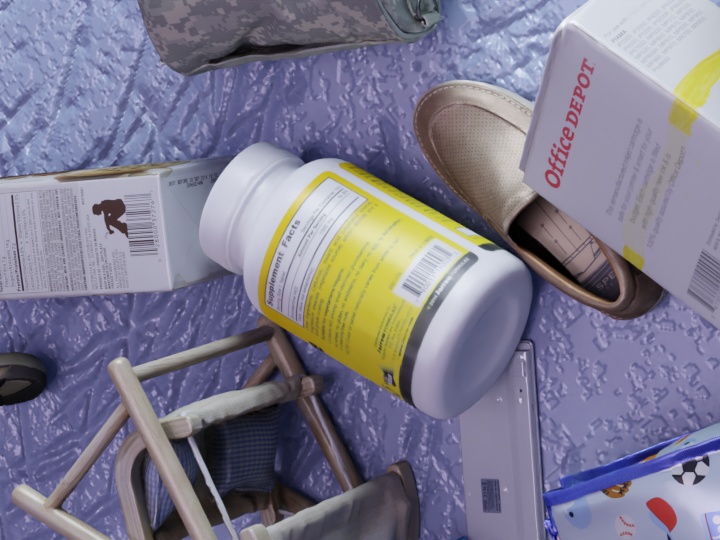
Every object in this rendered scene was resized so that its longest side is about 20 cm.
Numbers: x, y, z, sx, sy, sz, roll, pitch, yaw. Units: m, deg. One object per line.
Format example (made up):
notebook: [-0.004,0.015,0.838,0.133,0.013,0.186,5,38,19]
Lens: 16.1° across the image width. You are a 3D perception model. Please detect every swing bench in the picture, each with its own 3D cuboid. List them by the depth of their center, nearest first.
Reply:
swing bench: [-0.074,0.152,1.613,0.200,0.199,0.130,46,116,14]

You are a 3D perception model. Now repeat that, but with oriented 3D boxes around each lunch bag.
lunch bag: [0.222,0.175,1.499,0.199,0.124,0.171,-23,86,20]
lunch bag: [-0.050,-0.213,1.575,0.199,0.139,0.169,-4,95,30]

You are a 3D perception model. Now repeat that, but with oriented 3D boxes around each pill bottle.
pill bottle: [0.000,0.000,1.596,0.199,0.112,0.113,31,111,25]

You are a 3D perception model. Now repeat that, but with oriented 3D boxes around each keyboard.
keyboard: [0.092,0.145,1.631,0.056,0.011,0.202,0,98,34]

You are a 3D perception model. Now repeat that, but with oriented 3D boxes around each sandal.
sandal: [-0.310,0.073,1.811,0.199,0.080,0.058,-10,76,23]

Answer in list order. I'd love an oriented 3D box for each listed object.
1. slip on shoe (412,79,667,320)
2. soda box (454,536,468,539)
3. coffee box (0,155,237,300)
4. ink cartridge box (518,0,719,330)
slip on shoe: [0.104,-0.044,1.562,0.200,0.060,0.076,47,116,15]
soda box: [0.029,0.273,1.649,0.068,0.064,0.201,40,118,21]
coffee box: [-0.182,-0.027,1.694,0.199,0.113,0.081,-3,96,30]
ink cartridge box: [0.201,-0.062,1.461,0.200,0.083,0.146,38,146,18]
